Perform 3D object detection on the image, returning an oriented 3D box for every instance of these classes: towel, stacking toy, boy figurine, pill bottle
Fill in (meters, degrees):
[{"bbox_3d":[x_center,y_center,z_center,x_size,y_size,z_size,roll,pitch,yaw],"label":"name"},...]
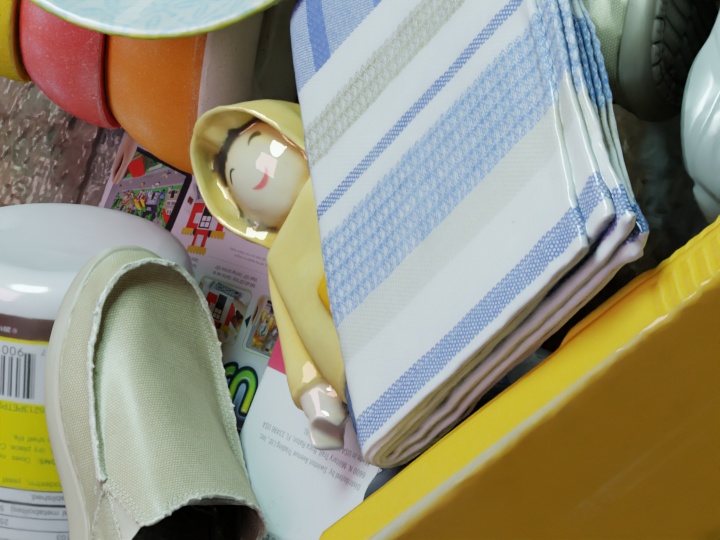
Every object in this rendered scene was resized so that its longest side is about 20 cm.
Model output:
[{"bbox_3d":[0.030,-0.050,0.953,0.147,0.024,0.200,-46,42,40],"label":"towel"},{"bbox_3d":[-0.124,-0.119,1.203,0.200,0.146,0.146,12,81,6],"label":"stacking toy"},{"bbox_3d":[0.000,0.000,1.039,0.200,0.064,0.124,60,137,39],"label":"boy figurine"},{"bbox_3d":[-0.128,0.080,1.209,0.109,0.109,0.200,29,121,49],"label":"pill bottle"}]

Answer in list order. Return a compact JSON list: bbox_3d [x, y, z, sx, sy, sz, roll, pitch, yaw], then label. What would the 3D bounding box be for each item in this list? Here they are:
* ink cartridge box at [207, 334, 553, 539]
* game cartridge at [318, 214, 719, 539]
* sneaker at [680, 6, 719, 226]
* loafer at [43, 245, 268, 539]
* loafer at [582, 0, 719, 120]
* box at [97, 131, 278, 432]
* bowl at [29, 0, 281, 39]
[{"bbox_3d":[0.013,0.115,1.097,0.145,0.083,0.200,23,92,49],"label":"ink cartridge box"},{"bbox_3d":[0.115,0.077,0.935,0.200,0.176,0.032,-41,34,28],"label":"game cartridge"},{"bbox_3d":[0.166,-0.109,1.049,0.080,0.070,0.201,-5,71,27],"label":"sneaker"},{"bbox_3d":[-0.071,0.083,1.087,0.068,0.076,0.200,-21,67,44],"label":"loafer"},{"bbox_3d":[0.094,-0.141,1.103,0.068,0.076,0.200,-11,56,21],"label":"loafer"},{"bbox_3d":[-0.051,0.011,1.245,0.200,0.035,0.110,18,88,49],"label":"box"},{"bbox_3d":[-0.059,-0.191,1.089,0.200,0.108,0.201,4,101,22],"label":"bowl"}]
